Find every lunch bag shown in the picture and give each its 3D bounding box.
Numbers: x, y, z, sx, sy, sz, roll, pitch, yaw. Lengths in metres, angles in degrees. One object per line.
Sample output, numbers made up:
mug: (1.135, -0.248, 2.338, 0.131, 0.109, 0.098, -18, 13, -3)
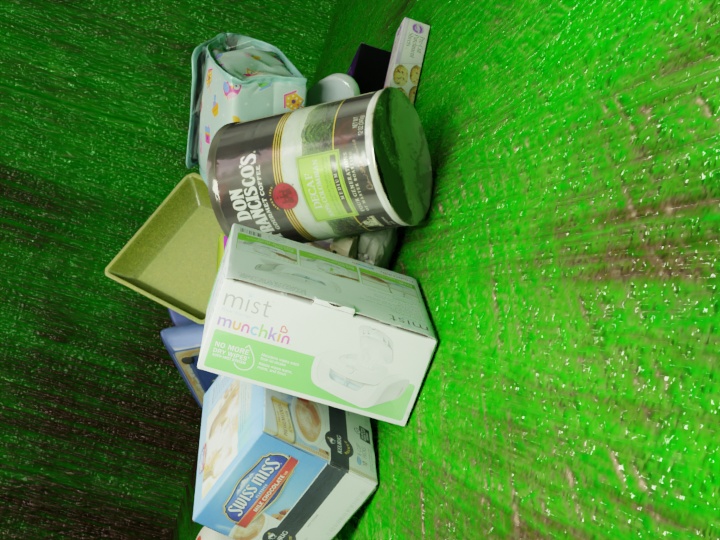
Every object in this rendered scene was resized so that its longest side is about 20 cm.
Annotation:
lunch bag: (-0.147, -0.187, 1.420, 0.200, 0.121, 0.171, -131, 42, -54)

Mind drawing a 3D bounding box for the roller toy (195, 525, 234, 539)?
roller toy: (-0.137, 0.368, 1.237, 0.183, 0.139, 0.201, -92, 21, -66)

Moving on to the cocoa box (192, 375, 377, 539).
cocoa box: (-0.078, 0.168, 1.168, 0.134, 0.131, 0.200, -52, 21, 23)

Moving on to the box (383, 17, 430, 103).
box: (0.055, -0.252, 1.576, 0.039, 0.041, 0.201, 125, 161, -59)

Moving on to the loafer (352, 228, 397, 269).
loafer: (0.000, 0.000, 1.381, 0.070, 0.070, 0.200, -47, -8, -36)

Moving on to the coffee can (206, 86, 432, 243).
coffee can: (-0.042, -0.105, 1.245, 0.146, 0.199, 0.147, 30, -125, -57)

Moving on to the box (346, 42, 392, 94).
box: (-0.004, -0.215, 1.743, 0.141, 0.079, 0.201, 119, 165, -61)

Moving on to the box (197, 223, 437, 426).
box: (-0.042, 0.045, 1.102, 0.177, 0.199, 0.097, -103, 32, -71)

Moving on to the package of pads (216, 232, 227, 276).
package of pads: (-0.141, 0.066, 1.435, 0.200, 0.068, 0.155, 96, 170, -49)

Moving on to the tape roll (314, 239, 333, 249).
tape roll: (-0.024, -0.086, 1.436, 0.203, 0.071, 0.202, -54, -1, -1)

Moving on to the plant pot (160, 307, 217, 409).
plant pot: (-0.173, 0.080, 1.669, 0.200, 0.199, 0.180, 72, -167, -45)

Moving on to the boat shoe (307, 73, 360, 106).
boat shoe: (-0.040, -0.172, 1.463, 0.086, 0.075, 0.202, -38, -19, -49)

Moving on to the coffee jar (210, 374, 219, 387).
coffee jar: (-0.115, 0.217, 1.341, 0.085, 0.104, 0.201, -13, -76, -56)

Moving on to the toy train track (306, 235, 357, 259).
toy train track: (-0.025, 0.034, 1.349, 0.033, 0.114, 0.200, -45, -27, -34)

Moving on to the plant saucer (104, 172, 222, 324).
plant saucer: (-0.219, -0.023, 1.611, 0.200, 0.199, 0.048, -53, -33, -21)
